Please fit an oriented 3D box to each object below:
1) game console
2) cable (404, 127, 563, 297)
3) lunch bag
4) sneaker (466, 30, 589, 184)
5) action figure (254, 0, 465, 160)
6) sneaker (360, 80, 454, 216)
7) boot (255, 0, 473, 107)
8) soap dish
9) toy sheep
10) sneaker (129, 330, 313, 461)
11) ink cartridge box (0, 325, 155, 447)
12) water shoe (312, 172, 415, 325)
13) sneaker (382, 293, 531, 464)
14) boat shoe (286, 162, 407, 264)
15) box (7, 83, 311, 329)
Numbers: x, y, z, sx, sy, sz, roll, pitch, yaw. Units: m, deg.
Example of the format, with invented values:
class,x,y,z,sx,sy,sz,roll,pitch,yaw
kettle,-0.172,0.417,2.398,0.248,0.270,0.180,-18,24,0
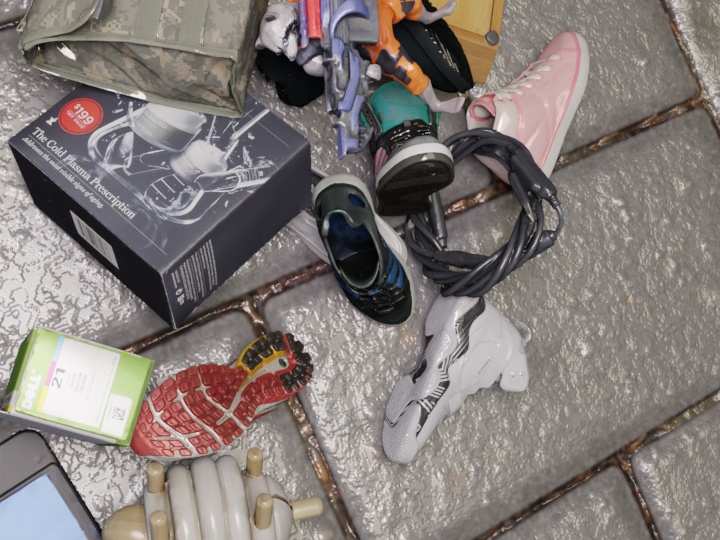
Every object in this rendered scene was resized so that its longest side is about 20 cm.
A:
class,x,y,z,sx,sy,sz,roll,pitch,yaw
game console,-0.290,0.257,0.868,0.172,0.119,0.201,-32,95,-24
cable,0.117,-0.062,1.079,0.163,0.200,0.051,-47,136,16
lunch bag,-0.183,-0.240,0.892,0.198,0.118,0.165,9,68,2
sneaker,0.184,-0.196,1.164,0.104,0.075,0.202,26,76,-22
action figure,-0.003,-0.183,0.921,0.192,0.104,0.202,10,78,-27
sneaker,0.047,-0.130,1.011,0.083,0.200,0.122,-5,82,-7
boot,-0.001,-0.218,1.060,0.200,0.167,0.077,37,36,-39
soap dish,0.089,-0.323,1.144,0.156,0.081,0.202,13,78,-20
toy sheep,-0.130,0.226,0.933,0.198,0.138,0.139,-3,82,-11
sneaker,-0.128,0.126,0.950,0.199,0.082,0.078,-21,73,-47
ink cartridge box,-0.290,0.088,0.879,0.199,0.148,0.076,20,74,-18
water shoe,0.000,0.000,1.015,0.079,0.071,0.201,-90,158,-47
sneaker,0.106,0.120,1.079,0.114,0.075,0.201,29,77,-20
boat shoe,-0.029,-0.061,1.057,0.200,0.068,0.072,39,69,-12
box,-0.175,-0.088,0.940,0.200,0.104,0.182,38,65,17
